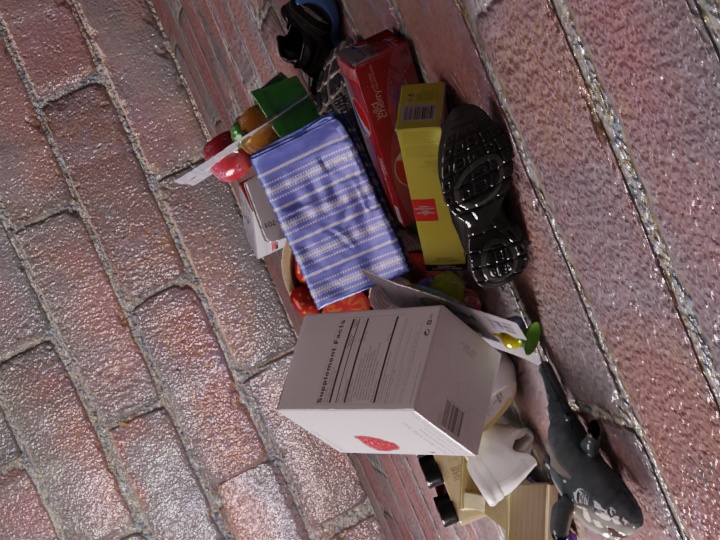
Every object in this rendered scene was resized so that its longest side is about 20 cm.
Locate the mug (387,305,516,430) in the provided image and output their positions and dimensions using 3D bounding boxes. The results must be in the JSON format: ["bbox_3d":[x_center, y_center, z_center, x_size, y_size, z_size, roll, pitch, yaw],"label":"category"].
[{"bbox_3d":[0.117,0.110,1.518,0.153,0.185,0.151,45,128,28],"label":"mug"}]

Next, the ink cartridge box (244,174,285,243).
[{"bbox_3d":[-0.057,-0.110,1.648,0.200,0.144,0.087,-62,-48,-80],"label":"ink cartridge box"}]

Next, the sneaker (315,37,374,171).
[{"bbox_3d":[0.001,-0.180,1.526,0.077,0.079,0.203,-28,66,41],"label":"sneaker"}]

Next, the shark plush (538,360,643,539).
[{"bbox_3d":[0.235,0.183,1.302,0.084,0.089,0.202,113,156,-51],"label":"shark plush"}]

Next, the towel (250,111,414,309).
[{"bbox_3d":[-0.036,-0.067,1.465,0.024,0.143,0.202,-34,-79,-59],"label":"towel"}]

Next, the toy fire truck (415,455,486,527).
[{"bbox_3d":[0.115,0.269,1.909,0.200,0.127,0.178,-107,-6,-75],"label":"toy fire truck"}]

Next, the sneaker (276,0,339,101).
[{"bbox_3d":[-0.066,-0.284,1.623,0.071,0.082,0.200,60,170,27],"label":"sneaker"}]

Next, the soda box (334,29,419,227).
[{"bbox_3d":[0.040,-0.155,1.403,0.063,0.069,0.202,50,162,59],"label":"soda box"}]

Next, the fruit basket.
[{"bbox_3d":[-0.145,-0.170,1.615,0.095,0.198,0.185,63,-178,-2],"label":"fruit basket"}]

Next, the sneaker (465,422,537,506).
[{"bbox_3d":[0.167,0.210,1.554,0.076,0.088,0.200,56,-175,-21],"label":"sneaker"}]

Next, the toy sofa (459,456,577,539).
[{"bbox_3d":[0.199,0.286,1.618,0.200,0.096,0.084,-158,69,-76],"label":"toy sofa"}]

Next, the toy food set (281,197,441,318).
[{"bbox_3d":[0.000,0.000,1.546,0.049,0.195,0.202,-77,7,-62],"label":"toy food set"}]

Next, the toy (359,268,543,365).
[{"bbox_3d":[0.107,0.036,1.373,0.198,0.048,0.115,24,165,33],"label":"toy"}]

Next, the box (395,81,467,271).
[{"bbox_3d":[0.078,-0.094,1.332,0.202,0.049,0.076,76,-163,-45],"label":"box"}]

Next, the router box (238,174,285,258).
[{"bbox_3d":[-0.085,-0.105,1.864,0.049,0.177,0.200,62,169,16],"label":"router box"}]

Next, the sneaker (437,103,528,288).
[{"bbox_3d":[0.107,-0.079,1.240,0.091,0.075,0.202,-116,10,-51],"label":"sneaker"}]

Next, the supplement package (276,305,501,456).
[{"bbox_3d":[0.030,0.121,1.372,0.198,0.121,0.121,-6,148,42],"label":"supplement package"}]
